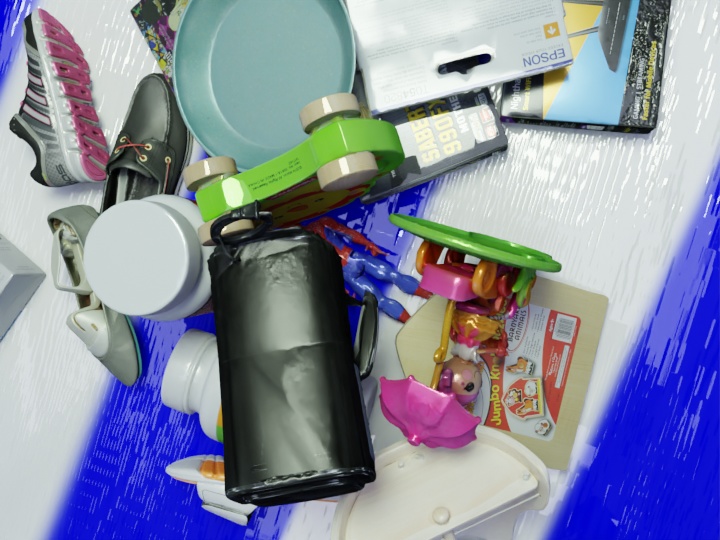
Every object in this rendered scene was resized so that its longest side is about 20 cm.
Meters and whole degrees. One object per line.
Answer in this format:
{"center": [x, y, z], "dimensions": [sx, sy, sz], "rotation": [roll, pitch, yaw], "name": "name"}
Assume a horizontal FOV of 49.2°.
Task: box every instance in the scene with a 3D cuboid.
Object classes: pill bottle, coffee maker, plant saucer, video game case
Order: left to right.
{"center": [-0.172, -0.012, 0.749], "dimensions": [0.112, 0.200, 0.116], "rotation": [0, 91, 9], "name": "pill bottle"}
{"center": [-0.124, -0.235, 0.793], "dimensions": [0.180, 0.036, 0.202], "rotation": [-34, 82, 24], "name": "video game case"}
{"center": [-0.087, -0.193, 0.741], "dimensions": [0.197, 0.036, 0.203], "rotation": [3, 98, 23], "name": "plant saucer"}
{"center": [-0.091, 0.128, 0.783], "dimensions": [0.197, 0.111, 0.113], "rotation": [18, 94, 8], "name": "pill bottle"}
{"center": [-0.067, 0.082, 0.639], "dimensions": [0.133, 0.192, 0.203], "rotation": [-20, 65, 23], "name": "coffee maker"}

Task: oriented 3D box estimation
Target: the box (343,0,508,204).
{"center": [0.042, -0.188, 0.789], "dimensions": [0.156, 0.048, 0.203], "rotation": [-19, 87, 8], "name": "box"}

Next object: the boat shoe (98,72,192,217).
{"center": [-0.227, -0.110, 0.828], "dimensions": [0.073, 0.063, 0.204], "rotation": [10, 91, 12], "name": "boat shoe"}

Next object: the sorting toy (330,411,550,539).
{"center": [0.072, 0.244, 0.739], "dimensions": [0.198, 0.107, 0.181], "rotation": [-23, 130, -7], "name": "sorting toy"}

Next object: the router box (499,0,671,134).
{"center": [0.218, -0.240, 0.758], "dimensions": [0.147, 0.051, 0.203], "rotation": [6, 92, 10], "name": "router box"}

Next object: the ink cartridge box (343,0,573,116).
{"center": [0.083, -0.261, 0.736], "dimensions": [0.197, 0.041, 0.203], "rotation": [-11, 88, 9], "name": "ink cartridge box"}

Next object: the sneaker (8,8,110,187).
{"center": [-0.335, -0.178, 0.837], "dimensions": [0.086, 0.074, 0.203], "rotation": [-19, 84, 14], "name": "sneaker"}

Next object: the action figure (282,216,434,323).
{"center": [0.000, 0.000, 0.801], "dimensions": [0.199, 0.052, 0.066], "rotation": [33, 100, 9], "name": "action figure"}

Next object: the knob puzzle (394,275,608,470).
{"center": [0.128, 0.088, 0.777], "dimensions": [0.216, 0.030, 0.223], "rotation": [0, 91, -6], "name": "knob puzzle"}

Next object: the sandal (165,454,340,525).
{"center": [-0.104, 0.233, 0.803], "dimensions": [0.203, 0.079, 0.060], "rotation": [7, 89, 7], "name": "sandal"}

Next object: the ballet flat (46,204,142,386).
{"center": [-0.289, 0.030, 0.833], "dimensions": [0.067, 0.063, 0.203], "rotation": [-20, 85, 43], "name": "ballet flat"}

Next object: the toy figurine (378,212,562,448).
{"center": [0.084, 0.061, 0.686], "dimensions": [0.149, 0.199, 0.187], "rotation": [20, 99, 28], "name": "toy figurine"}

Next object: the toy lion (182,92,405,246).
{"center": [-0.046, -0.077, 0.694], "dimensions": [0.198, 0.191, 0.070], "rotation": [-21, 84, 27], "name": "toy lion"}

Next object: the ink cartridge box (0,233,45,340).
{"center": [-0.464, -0.013, 0.862], "dimensions": [0.199, 0.068, 0.117], "rotation": [38, 96, 7], "name": "ink cartridge box"}
